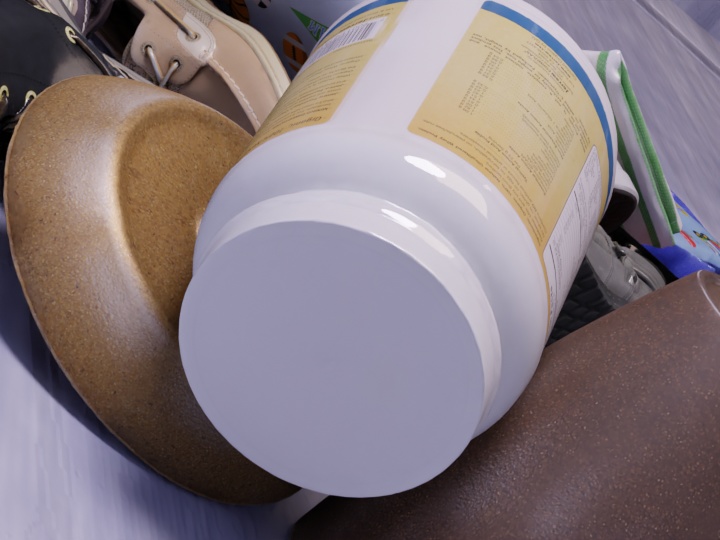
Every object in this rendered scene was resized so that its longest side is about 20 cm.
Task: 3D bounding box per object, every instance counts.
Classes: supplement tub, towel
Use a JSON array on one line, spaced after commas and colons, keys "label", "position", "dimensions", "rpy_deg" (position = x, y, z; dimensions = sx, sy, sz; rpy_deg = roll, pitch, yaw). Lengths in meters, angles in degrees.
[{"label": "supplement tub", "position": [0.017, -0.015, 1.108], "dimensions": [0.145, 0.145, 0.200], "rpy_deg": [41, 35, -8]}, {"label": "towel", "position": [0.083, -0.082, 1.613], "dimensions": [0.199, 0.023, 0.153], "rpy_deg": [10, -38, 34]}]

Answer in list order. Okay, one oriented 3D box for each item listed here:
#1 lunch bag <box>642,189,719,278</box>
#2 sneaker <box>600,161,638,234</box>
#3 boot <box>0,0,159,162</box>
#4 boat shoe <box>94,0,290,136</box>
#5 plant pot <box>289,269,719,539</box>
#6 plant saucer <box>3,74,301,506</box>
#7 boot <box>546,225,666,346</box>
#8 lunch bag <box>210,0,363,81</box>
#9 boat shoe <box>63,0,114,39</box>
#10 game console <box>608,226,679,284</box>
[{"label": "lunch bag", "position": [0.146, -0.035, 1.744], "dimensions": [0.200, 0.094, 0.150], "rpy_deg": [36, 8, 40]}, {"label": "sneaker", "position": [0.068, -0.074, 1.474], "dimensions": [0.200, 0.073, 0.085], "rpy_deg": [21, 39, -51]}, {"label": "boot", "position": [-0.149, -0.060, 1.184], "dimensions": [0.204, 0.073, 0.154], "rpy_deg": [48, 22, 0]}, {"label": "boat shoe", "position": [-0.097, -0.107, 1.466], "dimensions": [0.064, 0.072, 0.200], "rpy_deg": [-17, 48, -29]}, {"label": "plant pot", "position": [0.104, 0.102, 1.136], "dimensions": [0.187, 0.200, 0.187], "rpy_deg": [40, 15, -13]}, {"label": "plant saucer", "position": [-0.065, -0.001, 1.154], "dimensions": [0.200, 0.035, 0.201], "rpy_deg": [35, 39, -35]}, {"label": "boot", "position": [0.093, -0.004, 1.395], "dimensions": [0.200, 0.068, 0.131], "rpy_deg": [39, 16, -29]}, {"label": "lunch bag", "position": [-0.030, -0.161, 1.529], "dimensions": [0.200, 0.124, 0.171], "rpy_deg": [-12, -74, 61]}, {"label": "boat shoe", "position": [-0.154, -0.146, 1.392], "dimensions": [0.065, 0.072, 0.200], "rpy_deg": [31, 13, -24]}, {"label": "game console", "position": [0.134, 0.024, 1.511], "dimensions": [0.200, 0.031, 0.177], "rpy_deg": [42, 26, 16]}]
